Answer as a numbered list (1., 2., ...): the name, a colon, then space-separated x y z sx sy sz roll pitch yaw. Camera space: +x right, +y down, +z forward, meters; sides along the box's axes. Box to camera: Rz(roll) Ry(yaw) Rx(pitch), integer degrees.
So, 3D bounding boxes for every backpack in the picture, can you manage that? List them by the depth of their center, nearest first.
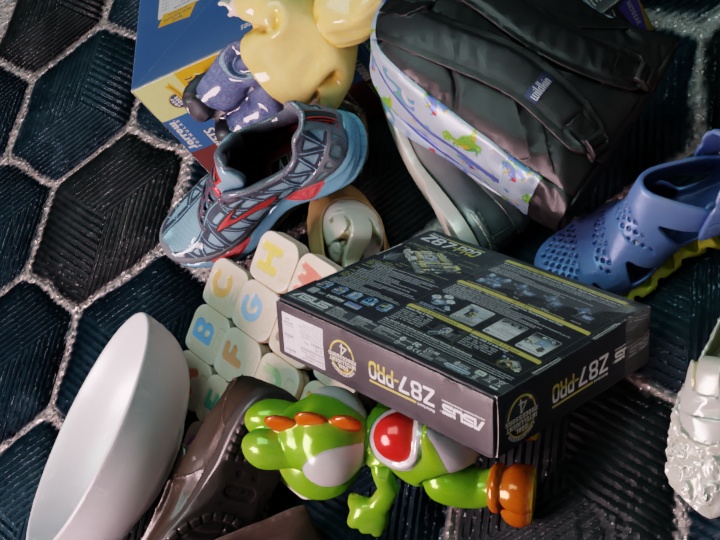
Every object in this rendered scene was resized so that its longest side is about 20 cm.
1. backpack: 0.096 -0.139 1.021 0.199 0.154 0.164 33 75 1

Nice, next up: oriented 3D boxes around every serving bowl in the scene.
1. serving bowl: -0.183 0.136 1.093 0.201 0.065 0.201 -53 21 30

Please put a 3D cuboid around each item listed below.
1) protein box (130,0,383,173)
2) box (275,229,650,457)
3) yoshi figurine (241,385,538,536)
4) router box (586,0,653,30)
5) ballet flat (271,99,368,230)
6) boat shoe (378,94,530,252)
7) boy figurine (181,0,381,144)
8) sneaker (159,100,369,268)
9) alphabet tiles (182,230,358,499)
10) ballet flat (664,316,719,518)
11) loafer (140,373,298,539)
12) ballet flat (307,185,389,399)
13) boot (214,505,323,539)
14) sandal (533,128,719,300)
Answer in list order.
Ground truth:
1. protein box: -0.081 -0.224 1.258 0.196 0.135 0.202 -20 50 22
2. box: 0.066 0.039 0.943 0.199 0.050 0.160 21 35 41
3. yoshi figurine: 0.022 0.119 0.959 0.197 0.113 0.113 4 30 9
4. router box: 0.122 -0.217 1.167 0.156 0.052 0.201 -36 46 8
5. ballet flat: -0.071 -0.067 1.192 0.199 0.065 0.071 -32 76 14
6. boat shoe: 0.069 -0.087 1.109 0.061 0.073 0.201 -27 50 0
7. boy figurine: -0.055 -0.175 1.105 0.199 0.124 0.065 -36 21 32
8. sneaker: -0.094 -0.075 1.106 0.199 0.095 0.080 -34 62 24
9. alphabet tiles: -0.075 0.077 1.074 0.195 0.014 0.202 31 103 44
10. ballet flat: 0.235 0.052 0.891 0.071 0.072 0.202 12 68 40
11. loafer: -0.108 0.164 1.039 0.201 0.072 0.071 -57 32 8
12. ballet flat: 0.000 0.000 1.089 0.068 0.063 0.202 3 55 -17
13. boot: -0.018 0.212 0.947 0.198 0.073 0.167 -24 39 0
14. sandal: 0.203 -0.040 0.964 0.198 0.087 0.080 -26 49 21
